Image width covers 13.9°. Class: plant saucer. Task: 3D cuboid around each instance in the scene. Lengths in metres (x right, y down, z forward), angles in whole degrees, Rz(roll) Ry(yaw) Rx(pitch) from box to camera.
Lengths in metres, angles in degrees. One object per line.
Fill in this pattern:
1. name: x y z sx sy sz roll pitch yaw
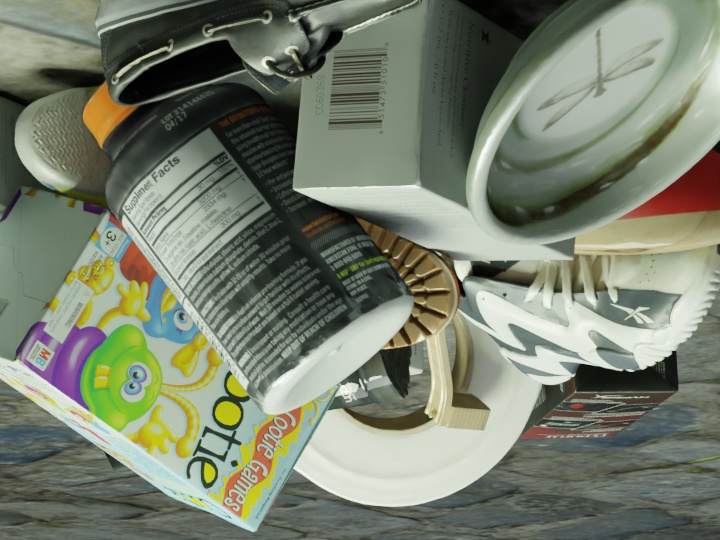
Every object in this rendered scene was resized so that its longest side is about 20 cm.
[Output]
1. plant saucer: 0.130 -0.099 1.553 0.200 0.050 0.200 -28 151 -17

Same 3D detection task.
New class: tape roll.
1. tape roll: 0.021 0.054 1.975 0.202 0.203 0.071 0 -176 -6

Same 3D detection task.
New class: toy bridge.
1. toy bridge: 0.078 0.008 1.889 0.067 0.201 0.027 5 -156 -33

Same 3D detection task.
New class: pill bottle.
1. pill bottle: -0.068 -0.029 1.616 0.106 0.200 0.106 -35 168 -9

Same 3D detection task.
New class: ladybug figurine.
1. ladybug figurine: 0.151 -0.060 1.741 0.199 0.072 0.136 -1 -157 1

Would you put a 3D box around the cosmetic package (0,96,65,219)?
1. cosmetic package: -0.258 -0.066 1.719 0.101 0.074 0.200 -8 165 27

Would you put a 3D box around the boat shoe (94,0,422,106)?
1. boat shoe: -0.049 -0.121 1.509 0.199 0.067 0.070 -7 166 25

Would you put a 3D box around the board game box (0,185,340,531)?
1. board game box: -0.128 0.051 1.718 0.200 0.103 0.105 39 166 -34

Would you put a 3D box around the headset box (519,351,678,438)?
1. headset box: 0.155 0.031 2.029 0.075 0.149 0.200 0 168 -9

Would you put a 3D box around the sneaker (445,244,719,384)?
1. sneaker: 0.121 -0.001 1.792 0.129 0.080 0.199 32 158 -22

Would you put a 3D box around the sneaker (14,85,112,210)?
1. sneaker: -0.138 -0.060 1.755 0.200 0.076 0.105 8 165 -40

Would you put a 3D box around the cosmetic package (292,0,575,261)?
1. cosmetic package: 0.047 -0.076 1.612 0.081 0.113 0.200 0 171 30

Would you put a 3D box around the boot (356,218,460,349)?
1. boot: 0.000 0.000 1.751 0.200 0.075 0.107 13 -171 43

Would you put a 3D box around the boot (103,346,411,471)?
1. boot: -0.066 0.046 1.887 0.199 0.165 0.066 -16 119 18

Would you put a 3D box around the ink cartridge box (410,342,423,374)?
1. ink cartridge box: -0.070 0.035 2.163 0.145 0.084 0.200 -11 164 37
